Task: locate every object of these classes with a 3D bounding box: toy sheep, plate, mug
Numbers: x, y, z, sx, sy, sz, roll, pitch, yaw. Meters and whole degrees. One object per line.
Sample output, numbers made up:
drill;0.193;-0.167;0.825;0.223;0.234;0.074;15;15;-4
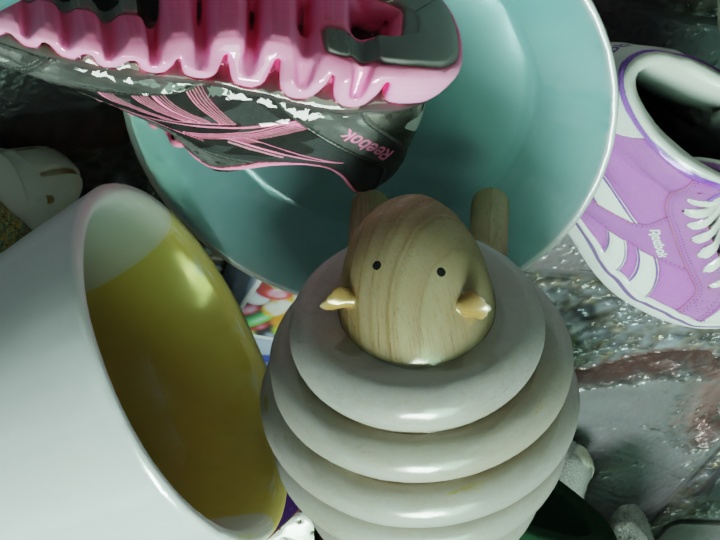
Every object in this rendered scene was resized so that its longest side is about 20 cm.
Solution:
toy sheep;0.024;0.052;0.852;0.138;0.138;0.200;-12;133;-4
plate;0.003;-0.072;0.866;0.200;0.026;0.200;3;124;5
mug;-0.122;0.074;0.861;0.153;0.149;0.187;-25;135;18

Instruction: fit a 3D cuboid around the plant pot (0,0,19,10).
plant pot;-0.144;-0.159;0.651;0.200;0.141;0.141;-17;145;-9

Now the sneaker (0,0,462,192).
sneaker;-0.066;-0.073;0.817;0.200;0.079;0.095;11;139;-6

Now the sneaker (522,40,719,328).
sneaker;0.145;-0.029;0.920;0.114;0.073;0.200;7;157;48

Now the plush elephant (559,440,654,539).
plush elephant;0.144;0.206;1.242;0.155;0.200;0.165;1;138;-51

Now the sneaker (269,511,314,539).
sneaker;-0.062;0.137;1.152;0.200;0.076;0.088;0;130;-29

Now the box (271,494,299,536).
box;-0.120;0.145;0.949;0.137;0.039;0.200;-27;-175;33

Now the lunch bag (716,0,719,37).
lunch bag;0.257;-0.121;0.860;0.200;0.118;0.164;-30;142;28

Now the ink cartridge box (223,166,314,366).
ink cartridge box;0.000;0.000;1.002;0.119;0.042;0.200;1;143;-20

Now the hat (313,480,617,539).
hat;0.005;0.165;1.074;0.166;0.200;0.176;15;104;-50

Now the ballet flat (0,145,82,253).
ballet flat;-0.130;-0.015;0.921;0.071;0.071;0.200;-30;141;21
